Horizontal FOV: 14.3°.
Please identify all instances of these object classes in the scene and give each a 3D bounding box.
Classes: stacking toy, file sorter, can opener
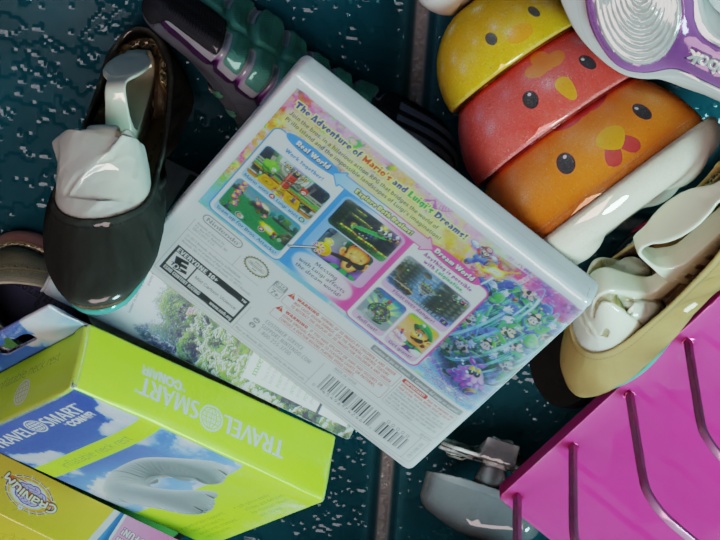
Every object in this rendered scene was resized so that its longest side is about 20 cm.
[{"bbox_3d":[0.087,-0.103,1.576,0.146,0.146,0.200,-38,87,21],"label":"stacking toy"},{"bbox_3d":[0.194,0.129,1.581,0.139,0.126,0.200,39,112,-16],"label":"file sorter"},{"bbox_3d":[0.135,0.146,1.694,0.199,0.053,0.067,20,86,0],"label":"can opener"}]

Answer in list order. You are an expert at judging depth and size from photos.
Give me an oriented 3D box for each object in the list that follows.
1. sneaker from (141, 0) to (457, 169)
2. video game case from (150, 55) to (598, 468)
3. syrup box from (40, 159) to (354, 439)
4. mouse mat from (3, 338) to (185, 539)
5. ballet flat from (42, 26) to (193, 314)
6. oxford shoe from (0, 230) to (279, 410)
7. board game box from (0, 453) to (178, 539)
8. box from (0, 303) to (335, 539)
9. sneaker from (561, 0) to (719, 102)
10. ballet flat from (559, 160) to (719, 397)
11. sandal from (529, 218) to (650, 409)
[{"bbox_3d":[-0.048,-0.083,1.622,0.200,0.074,0.088,32,119,-6],"label":"sneaker"},{"bbox_3d":[0.000,0.000,1.556,0.200,0.024,0.182,38,132,-7],"label":"video game case"},{"bbox_3d":[-0.074,0.009,1.659,0.199,0.081,0.079,26,114,-1],"label":"syrup box"},{"bbox_3d":[-0.212,0.122,1.771,0.161,0.008,0.200,-39,102,21],"label":"mouse mat"},{"bbox_3d":[-0.137,-0.063,1.571,0.068,0.200,0.069,-2,130,8],"label":"ballet flat"},{"bbox_3d":[-0.141,0.052,1.691,0.200,0.074,0.071,27,110,-5],"label":"oxford shoe"},{"bbox_3d":[-0.199,0.182,1.738,0.199,0.040,0.153,26,140,-2],"label":"board game box"},{"bbox_3d":[-0.129,0.092,1.659,0.200,0.048,0.122,27,148,-28],"label":"box"},{"bbox_3d":[0.186,-0.132,1.550,0.200,0.100,0.075,35,116,-3],"label":"sneaker"},{"bbox_3d":[0.159,-0.002,1.559,0.063,0.069,0.200,16,134,-36],"label":"ballet flat"},{"bbox_3d":[0.166,0.009,1.624,0.200,0.075,0.045,-41,144,24],"label":"sandal"}]
